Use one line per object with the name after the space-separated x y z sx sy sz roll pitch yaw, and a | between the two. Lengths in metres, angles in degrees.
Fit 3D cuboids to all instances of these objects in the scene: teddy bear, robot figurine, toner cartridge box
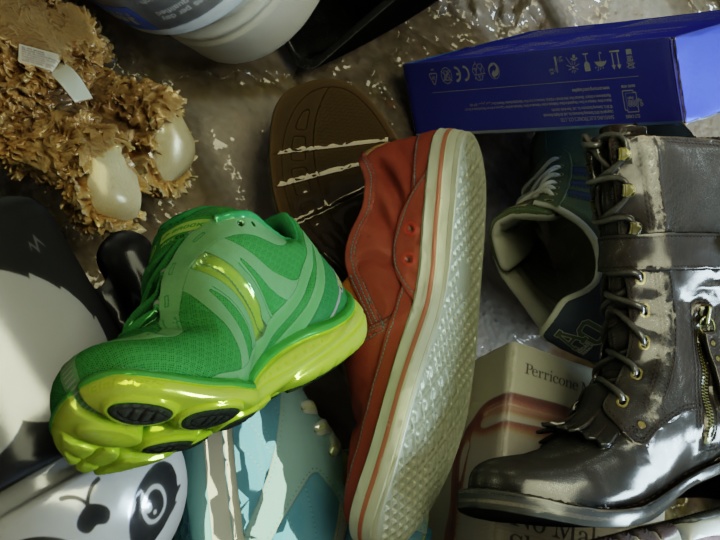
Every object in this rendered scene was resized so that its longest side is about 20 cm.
-0.162 -0.090 0.760 0.200 0.067 0.145 32 42 -13 | teddy bear
-0.154 0.049 0.676 0.200 0.150 0.125 60 17 4 | robot figurine
0.121 -0.101 0.854 0.095 0.200 0.043 -17 102 -34 | toner cartridge box

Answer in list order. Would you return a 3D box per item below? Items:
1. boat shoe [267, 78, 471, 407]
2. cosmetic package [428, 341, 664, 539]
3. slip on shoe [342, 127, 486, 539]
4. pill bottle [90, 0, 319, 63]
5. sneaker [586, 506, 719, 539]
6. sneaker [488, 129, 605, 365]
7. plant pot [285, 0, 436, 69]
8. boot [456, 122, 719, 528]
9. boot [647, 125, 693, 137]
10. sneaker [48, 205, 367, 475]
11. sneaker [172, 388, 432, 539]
0.000 0.000 0.826 0.072 0.065 0.201 -15 69 -13 | boat shoe
0.082 0.149 0.795 0.103 0.087 0.201 18 62 -22 | cosmetic package
0.015 0.029 0.748 0.074 0.061 0.201 50 43 -59 | slip on shoe
-0.105 -0.179 0.767 0.200 0.113 0.114 31 52 -52 | pill bottle
0.105 0.172 0.702 0.199 0.076 0.116 -7 78 -33 | sneaker
0.106 -0.025 0.857 0.090 0.067 0.200 13 36 -25 | sneaker
0.039 -0.253 0.883 0.177 0.200 0.200 -23 82 -46 | plant pot
0.118 0.022 0.748 0.199 0.069 0.175 -6 88 -33 | boot
0.206 -0.023 0.890 0.076 0.168 0.201 10 65 -26 | boot
-0.066 0.022 0.641 0.084 0.074 0.200 63 23 1 | sneaker
-0.031 0.078 0.768 0.130 0.079 0.201 4 77 -27 | sneaker
